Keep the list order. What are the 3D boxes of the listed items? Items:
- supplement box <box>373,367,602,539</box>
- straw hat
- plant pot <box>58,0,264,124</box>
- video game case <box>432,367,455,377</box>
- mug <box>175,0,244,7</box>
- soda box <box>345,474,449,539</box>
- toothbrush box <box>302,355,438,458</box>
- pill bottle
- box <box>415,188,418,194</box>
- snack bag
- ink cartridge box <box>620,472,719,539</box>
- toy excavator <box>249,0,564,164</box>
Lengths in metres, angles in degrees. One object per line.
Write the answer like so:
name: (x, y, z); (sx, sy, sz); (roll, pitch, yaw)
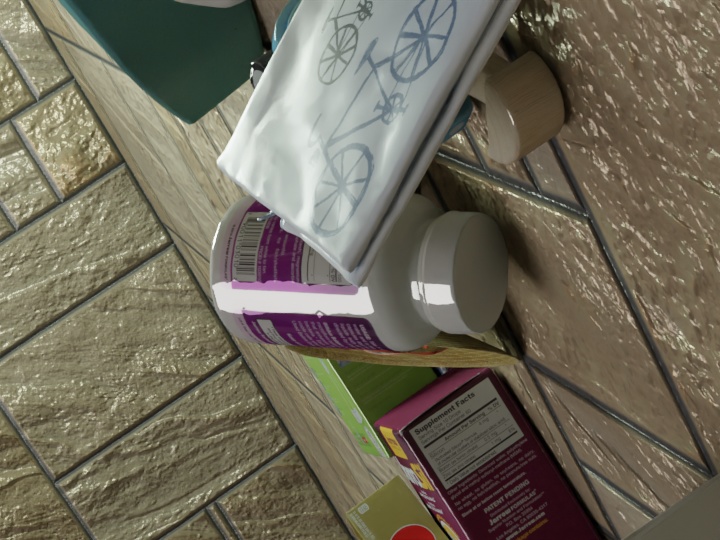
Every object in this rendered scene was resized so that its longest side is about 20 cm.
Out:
supplement box: (0.114, 0.194, 1.426); (0.201, 0.103, 0.131); (57, 171, -2)
straw hat: (0.034, 0.026, 1.280); (0.201, 0.199, 0.086); (134, 139, -79)
plant pot: (-0.177, -0.236, 1.389); (0.141, 0.141, 0.200); (44, 172, 49)
video game case: (0.063, 0.082, 1.560); (0.201, 0.018, 0.143); (58, 170, -7)
mug: (-0.049, -0.203, 0.841); (0.150, 0.153, 0.187); (48, 167, 35)
soda box: (0.070, 0.284, 1.441); (0.200, 0.064, 0.068); (49, 169, 34)
toothbrush box: (-0.005, 0.075, 1.559); (0.201, 0.086, 0.146); (56, 170, -1)
pill bottle: (0.000, 0.000, 1.147); (0.199, 0.113, 0.113); (2, 135, 32)
box: (0.003, -0.055, 1.294); (0.070, 0.064, 0.200); (53, 170, 18)
snack bag: (-0.002, -0.105, 0.882); (0.021, 0.190, 0.200); (25, -174, -32)
ink cartridge box: (0.219, 0.250, 0.996); (0.201, 0.144, 0.145); (54, 170, 13)
toy excavator: (0.027, -0.115, 0.958); (0.195, 0.100, 0.200); (53, 160, 14)
